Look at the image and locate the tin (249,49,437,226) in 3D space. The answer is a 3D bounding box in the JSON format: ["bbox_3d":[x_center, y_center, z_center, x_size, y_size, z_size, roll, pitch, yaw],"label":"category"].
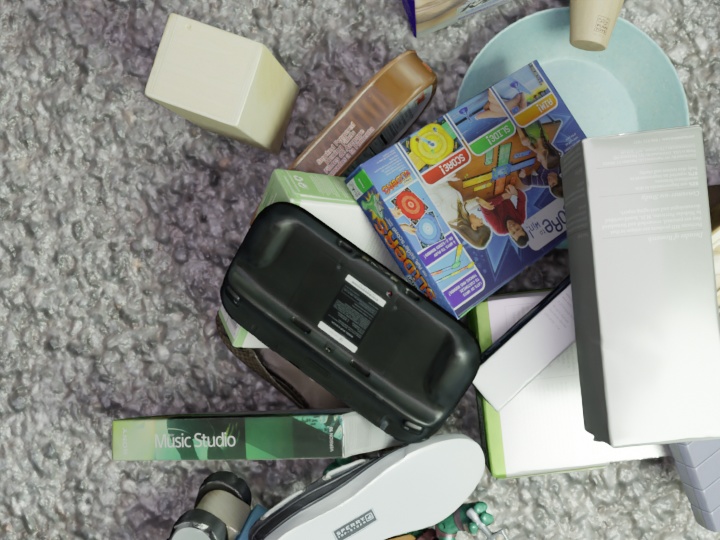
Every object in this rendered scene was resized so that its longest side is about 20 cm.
[{"bbox_3d":[-0.012,-0.097,0.947,0.042,0.112,0.200,43,94,2],"label":"tin"}]

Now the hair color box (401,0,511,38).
[{"bbox_3d":[0.082,-0.247,0.895,0.108,0.200,0.066,-21,88,4],"label":"hair color box"}]

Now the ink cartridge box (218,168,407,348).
[{"bbox_3d":[0.000,0.000,0.926,0.197,0.048,0.147,4,126,-32],"label":"ink cartridge box"}]

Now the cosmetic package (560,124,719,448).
[{"bbox_3d":[0.187,0.012,0.764,0.089,0.107,0.203,-8,90,1],"label":"cosmetic package"}]

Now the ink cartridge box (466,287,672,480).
[{"bbox_3d":[0.196,0.086,0.952,0.197,0.076,0.150,-6,89,1],"label":"ink cartridge box"}]

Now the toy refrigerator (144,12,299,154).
[{"bbox_3d":[-0.104,-0.147,0.910,0.075,0.200,0.071,19,91,5],"label":"toy refrigerator"}]

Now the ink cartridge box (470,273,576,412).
[{"bbox_3d":[0.163,0.026,0.866,0.199,0.099,0.039,-41,86,0],"label":"ink cartridge box"}]

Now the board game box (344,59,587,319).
[{"bbox_3d":[0.101,-0.064,0.888,0.199,0.034,0.136,-32,88,-29],"label":"board game box"}]

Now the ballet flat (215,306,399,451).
[{"bbox_3d":[-0.043,0.091,0.982,0.199,0.046,0.068,37,93,3],"label":"ballet flat"}]

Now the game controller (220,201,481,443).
[{"bbox_3d":[-0.009,0.038,0.831,0.199,0.042,0.105,35,106,6],"label":"game controller"}]

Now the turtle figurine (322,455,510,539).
[{"bbox_3d":[0.039,0.247,0.951,0.199,0.101,0.150,34,74,20],"label":"turtle figurine"}]

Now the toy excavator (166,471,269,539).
[{"bbox_3d":[-0.097,0.305,0.961,0.199,0.100,0.196,34,106,1],"label":"toy excavator"}]

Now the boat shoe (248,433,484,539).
[{"bbox_3d":[0.003,0.181,0.906,0.198,0.068,0.072,-29,117,-12],"label":"boat shoe"}]

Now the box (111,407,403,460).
[{"bbox_3d":[-0.079,0.130,0.913,0.197,0.144,0.037,-6,84,19],"label":"box"}]

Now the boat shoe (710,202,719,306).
[{"bbox_3d":[0.273,0.005,0.884,0.199,0.074,0.069,-40,93,0],"label":"boat shoe"}]

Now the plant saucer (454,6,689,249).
[{"bbox_3d":[0.177,-0.120,0.970,0.197,0.039,0.205,0,91,4],"label":"plant saucer"}]

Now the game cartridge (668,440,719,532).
[{"bbox_3d":[0.330,0.104,0.908,0.199,0.038,0.131,-31,104,-20],"label":"game cartridge"}]

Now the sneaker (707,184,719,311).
[{"bbox_3d":[0.294,0.030,0.958,0.075,0.070,0.204,3,91,28],"label":"sneaker"}]

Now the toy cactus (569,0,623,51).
[{"bbox_3d":[0.206,-0.262,0.915,0.198,0.102,0.168,13,87,-34],"label":"toy cactus"}]
